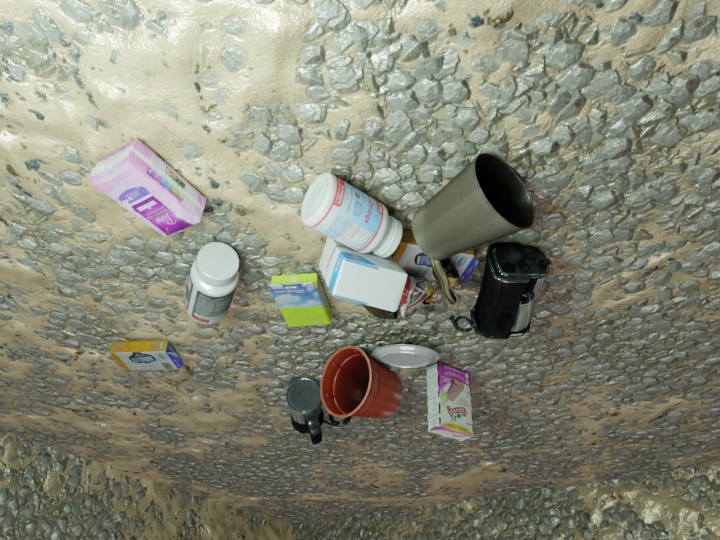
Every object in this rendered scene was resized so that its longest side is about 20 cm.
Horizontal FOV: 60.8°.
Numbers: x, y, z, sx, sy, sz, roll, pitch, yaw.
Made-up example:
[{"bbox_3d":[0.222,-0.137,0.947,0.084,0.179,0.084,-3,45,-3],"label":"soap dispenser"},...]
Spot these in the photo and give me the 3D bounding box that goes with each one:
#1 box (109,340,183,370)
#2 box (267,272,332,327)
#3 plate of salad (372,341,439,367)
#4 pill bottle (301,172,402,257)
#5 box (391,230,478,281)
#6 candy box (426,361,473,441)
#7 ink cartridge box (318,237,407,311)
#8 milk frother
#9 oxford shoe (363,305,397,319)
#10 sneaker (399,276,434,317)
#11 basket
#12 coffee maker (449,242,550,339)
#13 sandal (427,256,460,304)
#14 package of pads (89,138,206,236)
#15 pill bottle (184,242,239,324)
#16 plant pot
[{"bbox_3d":[-0.629,0.254,1.833,0.194,0.042,0.120,-3,145,5],"label":"box"},{"bbox_3d":[-0.149,0.071,1.541,0.118,0.049,0.202,-4,145,9],"label":"box"},{"bbox_3d":[0.130,0.236,1.762,0.194,0.049,0.201,4,155,2],"label":"plate of salad"},{"bbox_3d":[-0.013,-0.103,1.227,0.197,0.111,0.108,26,140,-31],"label":"pill bottle"},{"bbox_3d":[0.166,-0.027,1.389,0.194,0.042,0.120,8,145,-12],"label":"box"},{"bbox_3d":[0.267,0.391,1.840,0.134,0.205,0.061,21,143,-27],"label":"candy box"},{"bbox_3d":[0.000,0.000,1.297,0.141,0.200,0.087,15,102,-16],"label":"ink cartridge box"},{"bbox_3d":[-0.132,0.447,2.031,0.198,0.180,0.190,-36,154,-22],"label":"milk frother"},{"bbox_3d":[0.032,0.064,1.500,0.082,0.074,0.202,-3,144,16],"label":"oxford shoe"},{"bbox_3d":[0.133,0.066,1.455,0.080,0.080,0.200,4,167,4],"label":"sneaker"},{"bbox_3d":[0.204,-0.110,1.189,0.178,0.139,0.198,28,142,-31],"label":"basket"},{"bbox_3d":[0.314,0.053,1.379,0.188,0.136,0.203,-20,138,-18],"label":"coffee maker"},{"bbox_3d":[0.188,0.005,1.346,0.053,0.081,0.202,-25,137,2],"label":"sandal"},{"bbox_3d":[-0.413,-0.157,1.206,0.118,0.077,0.200,-15,142,28],"label":"package of pads"},{"bbox_3d":[-0.346,0.030,1.437,0.111,0.117,0.201,13,144,-15],"label":"pill bottle"},{"bbox_3d":[0.015,0.347,1.818,0.198,0.206,0.193,-24,147,33],"label":"plant pot"}]
